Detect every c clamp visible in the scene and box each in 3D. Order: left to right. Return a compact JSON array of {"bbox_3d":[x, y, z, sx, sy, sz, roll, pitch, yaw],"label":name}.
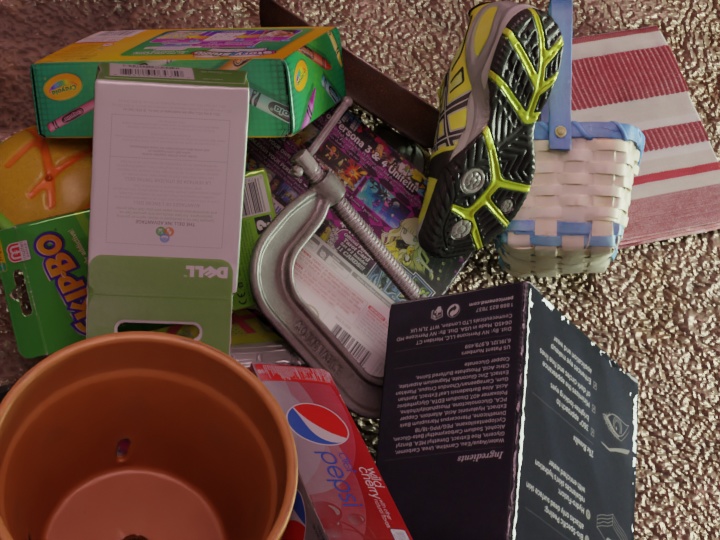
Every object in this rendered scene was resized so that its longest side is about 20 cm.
[{"bbox_3d":[0.000,0.000,1.426,0.171,0.027,0.200,-48,112,-33],"label":"c clamp"}]

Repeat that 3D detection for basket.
[{"bbox_3d":[0.154,-0.102,1.551,0.139,0.176,0.200,4,79,5],"label":"basket"}]

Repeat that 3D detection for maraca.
[{"bbox_3d":[-0.191,-0.045,1.478,0.200,0.107,0.137,21,44,-3],"label":"maraca"}]

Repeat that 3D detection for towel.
[{"bbox_3d":[0.224,-0.113,1.672,0.144,0.023,0.200,-10,66,-17],"label":"towel"}]

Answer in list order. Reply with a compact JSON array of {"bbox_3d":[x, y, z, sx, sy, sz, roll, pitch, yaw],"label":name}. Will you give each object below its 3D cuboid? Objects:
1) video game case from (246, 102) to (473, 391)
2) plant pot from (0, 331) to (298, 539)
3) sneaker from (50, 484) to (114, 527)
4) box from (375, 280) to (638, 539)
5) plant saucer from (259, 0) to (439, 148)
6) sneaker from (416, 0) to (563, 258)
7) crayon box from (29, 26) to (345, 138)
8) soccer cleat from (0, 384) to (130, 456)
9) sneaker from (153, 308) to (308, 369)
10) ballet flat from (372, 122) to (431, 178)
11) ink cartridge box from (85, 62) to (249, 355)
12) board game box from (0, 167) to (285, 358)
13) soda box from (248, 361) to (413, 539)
[{"bbox_3d":[-0.024,-0.029,1.486,0.200,0.036,0.181,40,57,-8],"label":"video game case"},{"bbox_3d":[-0.146,0.160,1.295,0.200,0.140,0.200,3,57,-5],"label":"plant pot"},{"bbox_3d":[-0.171,0.214,1.375,0.200,0.078,0.112,23,62,-3],"label":"sneaker"},{"bbox_3d":[0.107,0.141,1.401,0.117,0.197,0.200,-10,60,30],"label":"box"},{"bbox_3d":[-0.004,-0.152,1.555,0.200,0.200,0.034,35,95,4],"label":"plant saucer"},{"bbox_3d":[0.089,-0.105,1.463,0.075,0.076,0.200,13,104,-34],"label":"sneaker"},{"bbox_3d":[-0.124,-0.138,1.436,0.200,0.058,0.119,1,18,19],"label":"crayon box"},{"bbox_3d":[-0.207,0.123,1.423,0.200,0.086,0.070,9,53,-37],"label":"soccer cleat"},{"bbox_3d":[-0.119,0.045,1.478,0.200,0.078,0.090,4,63,-25],"label":"sneaker"},{"bbox_3d":[-0.011,-0.091,1.573,0.200,0.065,0.071,8,57,-12],"label":"ballet flat"},{"bbox_3d":[-0.134,-0.038,1.350,0.104,0.059,0.200,2,107,-7],"label":"ink cartridge box"},{"bbox_3d":[-0.155,-0.005,1.400,0.200,0.030,0.096,-13,94,-9],"label":"board game box"},{"bbox_3d":[-0.029,0.149,1.320,0.063,0.070,0.200,5,33,-25],"label":"soda box"}]
